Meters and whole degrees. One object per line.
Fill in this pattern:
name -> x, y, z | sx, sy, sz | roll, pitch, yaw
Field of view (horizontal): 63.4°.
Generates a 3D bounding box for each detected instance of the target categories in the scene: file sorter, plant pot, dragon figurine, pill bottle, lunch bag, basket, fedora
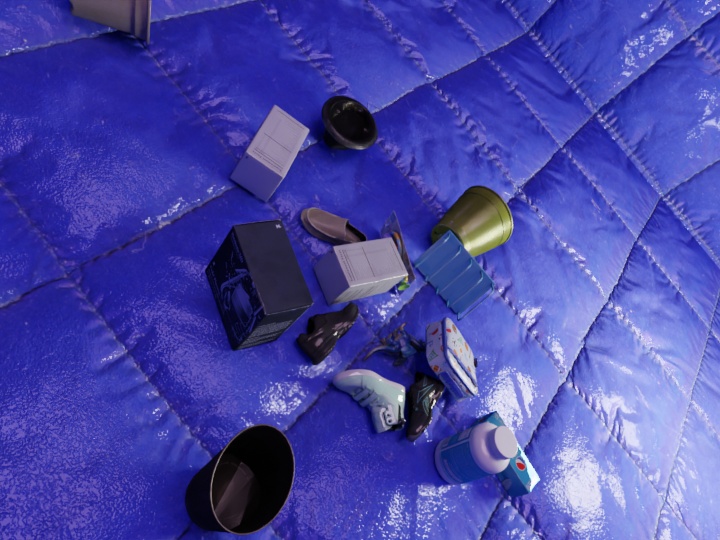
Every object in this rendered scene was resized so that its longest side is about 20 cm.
file sorter -> 0.255, 0.018, 1.598 | 0.201, 0.138, 0.123 | 49, 15, -1
plant pot -> 0.316, -0.121, 1.736 | 0.192, 0.200, 0.202 | -33, 84, -31
dragon figurine -> 0.102, 0.199, 1.459 | 0.199, 0.059, 0.100 | -29, 82, -44
pill bottle -> 0.269, 0.421, 1.348 | 0.109, 0.200, 0.113 | 17, 55, -26
plant pot -> -0.599, -0.670, 1.406 | 0.180, 0.201, 0.204 | 3, 61, -21
lunch bag -> 0.235, 0.231, 1.477 | 0.201, 0.075, 0.162 | 50, 27, -32
basket -> -0.222, 0.378, 1.017 | 0.135, 0.200, 0.182 | 38, 48, -11
fedora -> -0.045, -0.410, 1.700 | 0.198, 0.091, 0.204 | 18, 54, -26

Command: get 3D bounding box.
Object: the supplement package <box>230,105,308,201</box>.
supplement package -> -0.228, -0.297, 1.475 | 0.113, 0.109, 0.202 | 33, 48, -15

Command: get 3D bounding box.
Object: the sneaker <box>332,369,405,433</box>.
sneaker -> 0.025, 0.302, 1.326 | 0.198, 0.074, 0.120 | 22, 46, -27

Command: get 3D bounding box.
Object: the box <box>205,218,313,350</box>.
box -> -0.219, 0.033, 1.232 | 0.122, 0.196, 0.203 | -10, 69, -39

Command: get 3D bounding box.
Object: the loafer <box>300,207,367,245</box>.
loafer -> -0.062, -0.111, 1.521 | 0.198, 0.068, 0.077 | 28, 50, -19

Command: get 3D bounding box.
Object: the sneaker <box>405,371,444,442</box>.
sneaker -> 0.139, 0.327, 1.410 | 0.079, 0.076, 0.201 | 35, 39, 0

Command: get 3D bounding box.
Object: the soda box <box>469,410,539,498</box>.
soda box -> 0.364, 0.466, 1.480 | 0.064, 0.068, 0.202 | -24, 79, -41

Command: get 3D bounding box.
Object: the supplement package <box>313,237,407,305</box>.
supplement package -> 0.000, 0.000, 1.470 | 0.198, 0.109, 0.115 | -10, 69, -40

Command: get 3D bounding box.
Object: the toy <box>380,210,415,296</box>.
toy -> 0.083, -0.043, 1.560 | 0.046, 0.115, 0.203 | -9, 68, -24

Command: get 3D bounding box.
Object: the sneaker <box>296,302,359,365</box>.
sneaker -> -0.074, 0.128, 1.368 | 0.091, 0.076, 0.200 | 42, 44, 3
